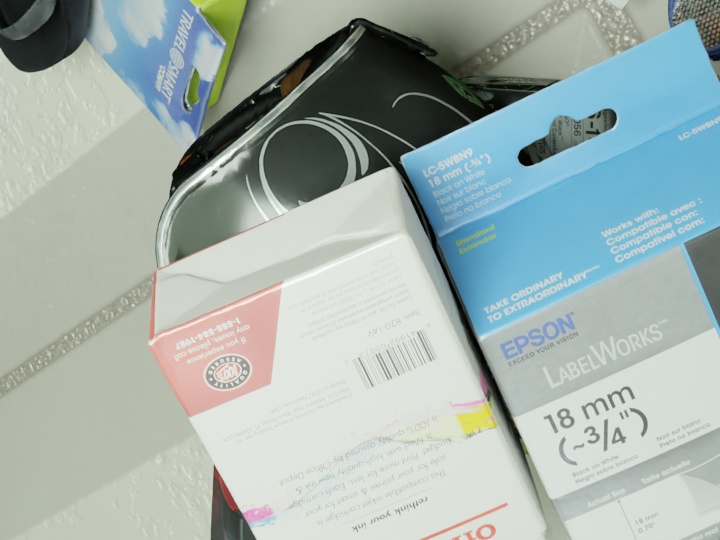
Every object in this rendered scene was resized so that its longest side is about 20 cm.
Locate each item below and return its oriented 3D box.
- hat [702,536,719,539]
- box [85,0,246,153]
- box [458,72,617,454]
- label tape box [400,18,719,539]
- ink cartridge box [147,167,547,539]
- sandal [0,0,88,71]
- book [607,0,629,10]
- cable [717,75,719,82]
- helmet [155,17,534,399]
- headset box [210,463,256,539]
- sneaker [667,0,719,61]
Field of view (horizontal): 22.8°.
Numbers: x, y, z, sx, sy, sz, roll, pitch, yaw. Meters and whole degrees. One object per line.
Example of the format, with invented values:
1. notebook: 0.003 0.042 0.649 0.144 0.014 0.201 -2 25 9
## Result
1. hat: 0.209 0.127 0.862 0.200 0.200 0.082 -17 55 38
2. box: -0.136 -0.174 1.028 0.200 0.048 0.122 48 150 13
3. box: 0.113 0.002 0.933 0.136 0.040 0.202 7 109 35
4. label tape box: 0.122 0.018 0.765 0.143 0.063 0.201 -25 108 5
5. ink cartridge box: 0.004 0.072 0.767 0.116 0.068 0.201 -22 116 7
6. sandal: -0.181 -0.171 0.992 0.076 0.043 0.200 54 151 4
7. book: 0.080 -0.230 0.828 0.200 0.048 0.134 38 140 1
8. cable: 0.230 -0.013 0.825 0.200 0.050 0.097 45 125 10
9. helmet: 0.000 0.000 0.870 0.199 0.200 0.191 -31 104 39
10. headset box: -0.016 0.145 1.030 0.148 0.075 0.202 31 125 42
11. sneaker: 0.196 -0.174 0.789 0.075 0.078 0.201 45 126 16
